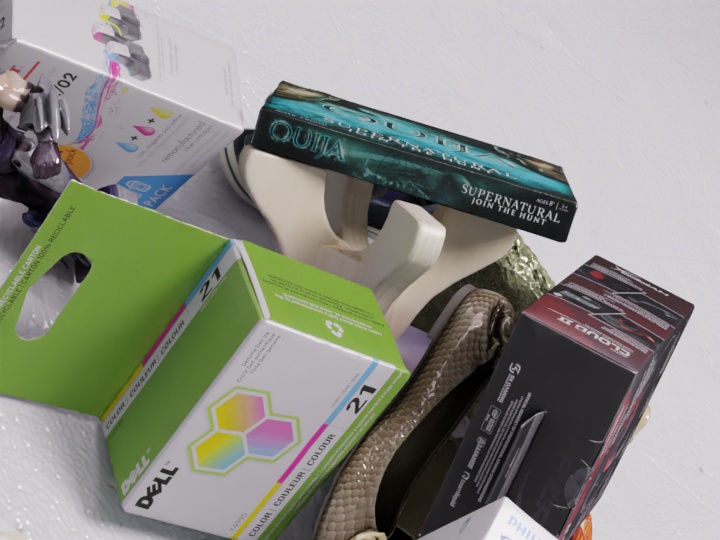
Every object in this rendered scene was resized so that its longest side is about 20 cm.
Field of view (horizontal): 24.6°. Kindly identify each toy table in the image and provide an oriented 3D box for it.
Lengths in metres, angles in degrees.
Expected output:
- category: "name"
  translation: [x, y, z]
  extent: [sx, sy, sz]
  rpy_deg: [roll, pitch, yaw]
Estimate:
- category: "toy table"
  translation: [0.000, 0.000, 1.035]
  extent: [0.199, 0.118, 0.184]
  rpy_deg: [12, 15, -32]

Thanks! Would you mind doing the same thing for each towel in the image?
- category: "towel"
  translation: [0.096, 0.052, 1.125]
  extent: [0.036, 0.148, 0.201]
  rpy_deg: [-27, 81, -35]

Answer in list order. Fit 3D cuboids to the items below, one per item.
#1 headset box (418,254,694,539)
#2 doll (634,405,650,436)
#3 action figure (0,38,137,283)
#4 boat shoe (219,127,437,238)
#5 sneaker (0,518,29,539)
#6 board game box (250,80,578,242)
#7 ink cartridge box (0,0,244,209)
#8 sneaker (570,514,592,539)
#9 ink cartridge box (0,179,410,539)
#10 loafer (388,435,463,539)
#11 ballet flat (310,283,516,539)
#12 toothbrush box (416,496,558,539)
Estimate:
- category: "headset box"
  translation: [0.116, 0.087, 0.962]
  extent: [0.075, 0.149, 0.200]
  rpy_deg: [28, 20, 14]
- category: "doll"
  translation: [0.135, 0.059, 1.237]
  extent: [0.200, 0.048, 0.137]
  rpy_deg: [33, 39, -25]
- category: "action figure"
  translation: [-0.193, -0.059, 0.911]
  extent: [0.200, 0.130, 0.070]
  rpy_deg: [42, 53, -43]
- category: "boat shoe"
  translation: [-0.013, -0.067, 1.172]
  extent: [0.199, 0.062, 0.075]
  rpy_deg: [15, 52, -38]
- category: "sneaker"
  translation: [-0.146, 0.160, 0.808]
  extent: [0.200, 0.093, 0.070]
  rpy_deg: [44, 37, -11]
- category: "board game box"
  translation: [0.035, -0.072, 1.047]
  extent: [0.199, 0.028, 0.135]
  rpy_deg: [17, 14, -2]
- category: "ink cartridge box"
  translation: [-0.183, -0.110, 0.976]
  extent: [0.199, 0.115, 0.068]
  rpy_deg: [20, 48, -35]
- category: "sneaker"
  translation: [0.119, 0.236, 1.069]
  extent: [0.077, 0.073, 0.201]
  rpy_deg: [49, 40, -30]
- category: "ink cartridge box"
  translation: [-0.099, 0.056, 0.890]
  extent: [0.199, 0.148, 0.076]
  rpy_deg: [21, 28, -35]
- category: "loafer"
  translation: [0.034, 0.169, 1.012]
  extent: [0.067, 0.076, 0.200]
  rpy_deg: [43, 36, -22]
- category: "ballet flat"
  translation: [0.033, 0.098, 0.948]
  extent: [0.046, 0.067, 0.200]
  rpy_deg: [27, 73, 20]
- category: "toothbrush box"
  translation: [0.026, 0.231, 0.844]
  extent: [0.085, 0.146, 0.200]
  rpy_deg: [39, 54, -8]
